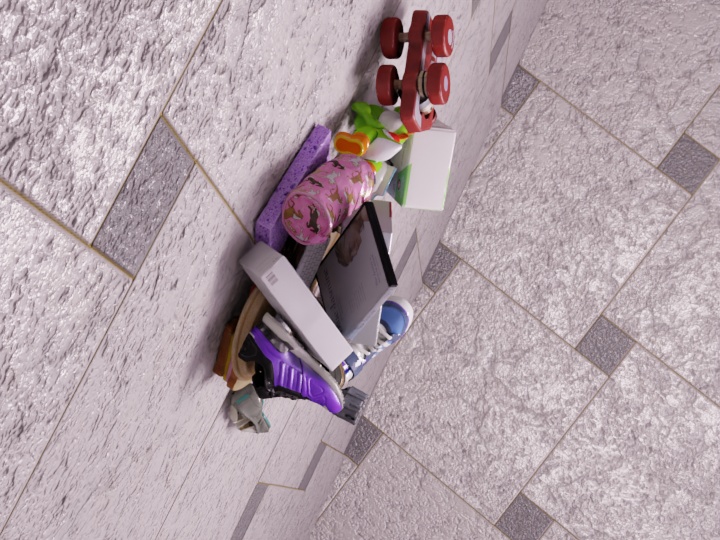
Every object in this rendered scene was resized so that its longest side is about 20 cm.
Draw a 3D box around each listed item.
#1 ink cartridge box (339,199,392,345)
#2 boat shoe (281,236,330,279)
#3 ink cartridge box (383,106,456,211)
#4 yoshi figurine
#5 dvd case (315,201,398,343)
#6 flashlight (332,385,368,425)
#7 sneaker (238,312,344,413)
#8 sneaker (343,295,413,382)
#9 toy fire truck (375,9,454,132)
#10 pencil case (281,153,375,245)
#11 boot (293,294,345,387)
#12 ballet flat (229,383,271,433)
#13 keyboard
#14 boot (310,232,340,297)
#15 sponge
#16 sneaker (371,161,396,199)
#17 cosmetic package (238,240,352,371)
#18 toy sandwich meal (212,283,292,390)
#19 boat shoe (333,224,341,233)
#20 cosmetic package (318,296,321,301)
[{"bbox_3d":[0.000,0.000,1.740,0.146,0.082,0.203,-89,-175,-66],"label":"ink cartridge box"},{"bbox_3d":[-0.096,-0.030,1.680,0.072,0.067,0.200,-51,172,-23],"label":"boat shoe"},{"bbox_3d":[0.094,-0.207,1.929,0.200,0.083,0.148,-129,-136,-67],"label":"ink cartridge box"},{"bbox_3d":[0.011,-0.219,1.764,0.113,0.112,0.200,-47,180,39],"label":"yoshi figurine"},{"bbox_3d":[-0.010,0.011,1.592,0.200,0.017,0.144,-52,-133,50],"label":"dvd case"},{"bbox_3d":[-0.081,0.209,1.981,0.068,0.198,0.068,-42,155,-69],"label":"flashlight"},{"bbox_3d":[-0.110,0.160,1.591,0.100,0.200,0.069,-45,-152,-9],"label":"sneaker"},{"bbox_3d":[0.002,0.139,1.904,0.200,0.081,0.147,-37,-170,43],"label":"sneaker"},{"bbox_3d":[0.103,-0.319,1.752,0.168,0.111,0.203,41,53,-65],"label":"toy fire truck"},{"bbox_3d":[-0.046,-0.106,1.575,0.200,0.086,0.084,-44,155,-59],"label":"pencil case"},{"bbox_3d":[-0.085,0.101,1.738,0.077,0.202,0.138,-30,170,2],"label":"boot"},{"bbox_3d":[-0.202,0.253,1.897,0.063,0.068,0.201,-33,159,-15],"label":"ballet flat"},{"bbox_3d":[-0.099,0.040,1.615,0.056,0.011,0.202,-6,122,-65],"label":"keyboard"},{"bbox_3d":[-0.035,0.030,1.919,0.072,0.166,0.202,-10,-133,47],"label":"boot"},{"bbox_3d":[-0.099,-0.114,1.607,0.201,0.030,0.112,-60,169,-28],"label":"sponge"},{"bbox_3d":[0.002,-0.168,1.905,0.077,0.080,0.200,-64,-170,-13],"label":"sneaker"},{"bbox_3d":[-0.093,0.052,1.553,0.051,0.082,0.201,-43,123,-13],"label":"cosmetic package"},{"bbox_3d":[-0.164,0.082,1.652,0.206,0.070,0.207,-52,154,-39],"label":"toy sandwich meal"},{"bbox_3d":[-0.040,-0.103,1.824,0.069,0.071,0.200,-65,170,5],"label":"boat shoe"},{"bbox_3d":[-0.107,0.122,1.888,0.071,0.101,0.200,-53,180,37],"label":"cosmetic package"}]
